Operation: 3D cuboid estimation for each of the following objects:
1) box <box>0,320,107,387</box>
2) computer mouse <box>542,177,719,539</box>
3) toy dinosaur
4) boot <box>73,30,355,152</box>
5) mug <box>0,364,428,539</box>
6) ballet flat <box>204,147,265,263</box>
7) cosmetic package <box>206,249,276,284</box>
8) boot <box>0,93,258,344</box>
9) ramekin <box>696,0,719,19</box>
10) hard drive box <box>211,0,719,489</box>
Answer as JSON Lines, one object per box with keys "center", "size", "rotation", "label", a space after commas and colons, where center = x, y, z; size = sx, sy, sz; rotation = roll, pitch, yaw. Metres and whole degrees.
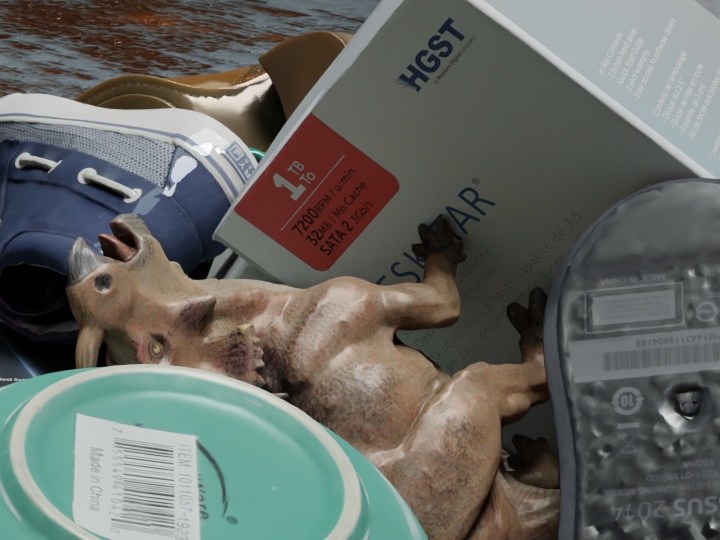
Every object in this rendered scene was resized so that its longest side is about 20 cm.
{"center": [-0.163, 0.038, 0.892], "size": [0.199, 0.044, 0.160], "rotation": [2, 18, -8], "label": "box"}
{"center": [0.093, 0.068, 0.657], "size": [0.138, 0.201, 0.053], "rotation": [-3, -30, 19], "label": "computer mouse"}
{"center": [0.001, 0.055, 0.710], "size": [0.200, 0.086, 0.136], "rotation": [34, 40, 7], "label": "toy dinosaur"}
{"center": [-0.063, -0.069, 1.222], "size": [0.199, 0.074, 0.155], "rotation": [-15, -8, 16], "label": "boot"}
{"center": [-0.042, 0.102, 0.558], "size": [0.185, 0.115, 0.152], "rotation": [30, 32, 27], "label": "mug"}
{"center": [-0.118, -0.035, 1.079], "size": [0.199, 0.068, 0.070], "rotation": [-2, -10, -27], "label": "ballet flat"}
{"center": [0.000, 0.000, 0.935], "size": [0.107, 0.085, 0.200], "rotation": [34, 14, -9], "label": "cosmetic package"}
{"center": [-0.130, -0.019, 0.895], "size": [0.090, 0.073, 0.200], "rotation": [-43, 25, -31], "label": "boot"}
{"center": [0.158, -0.130, 1.045], "size": [0.199, 0.098, 0.201], "rotation": [10, 17, -3], "label": "ramekin"}
{"center": [0.075, -0.016, 0.770], "size": [0.200, 0.156, 0.077], "rotation": [36, 45, -6], "label": "hard drive box"}
